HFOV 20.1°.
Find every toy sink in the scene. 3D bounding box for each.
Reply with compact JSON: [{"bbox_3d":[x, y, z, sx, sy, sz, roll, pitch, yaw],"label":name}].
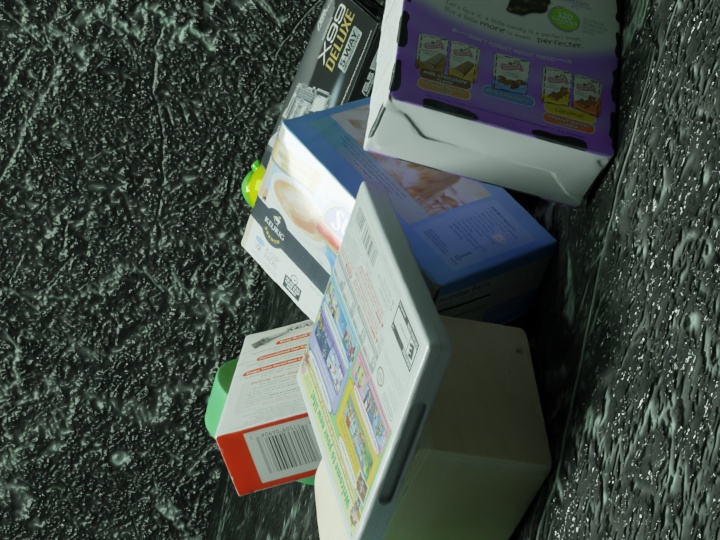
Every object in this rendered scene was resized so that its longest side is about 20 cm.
[{"bbox_3d":[0.052,0.148,1.488,0.131,0.111,0.200,-98,24,-44],"label":"toy sink"}]

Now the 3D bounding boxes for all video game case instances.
[{"bbox_3d":[0.006,0.066,1.435,0.200,0.022,0.183,-112,34,-52],"label":"video game case"}]

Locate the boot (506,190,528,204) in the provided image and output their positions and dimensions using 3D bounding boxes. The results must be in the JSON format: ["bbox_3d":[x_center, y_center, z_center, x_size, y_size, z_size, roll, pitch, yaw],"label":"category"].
[{"bbox_3d":[0.116,-0.131,1.683,0.200,0.072,0.167,-75,-6,-67],"label":"boot"}]

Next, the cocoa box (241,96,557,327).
[{"bbox_3d":[0.028,-0.022,1.573,0.200,0.133,0.132,47,136,28],"label":"cocoa box"}]

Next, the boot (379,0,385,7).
[{"bbox_3d":[0.034,-0.184,2.019,0.204,0.073,0.154,-125,55,-76],"label":"boot"}]

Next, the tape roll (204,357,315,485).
[{"bbox_3d":[-0.043,0.140,1.889,0.201,0.199,0.048,-103,28,-72],"label":"tape roll"}]

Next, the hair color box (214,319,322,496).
[{"bbox_3d":[-0.051,0.108,1.733,0.200,0.110,0.064,-79,-29,-66],"label":"hair color box"}]

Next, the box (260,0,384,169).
[{"bbox_3d":[-0.022,-0.162,1.967,0.201,0.050,0.158,-67,25,15],"label":"box"}]

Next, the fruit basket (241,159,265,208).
[{"bbox_3d":[-0.035,-0.027,2.110,0.216,0.214,0.156,127,155,-71],"label":"fruit basket"}]

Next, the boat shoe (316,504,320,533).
[{"bbox_3d":[0.012,0.250,1.715,0.066,0.071,0.202,-154,53,-64],"label":"boat shoe"}]

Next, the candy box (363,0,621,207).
[{"bbox_3d":[0.101,-0.164,1.485,0.072,0.167,0.201,118,164,-55],"label":"candy box"}]
